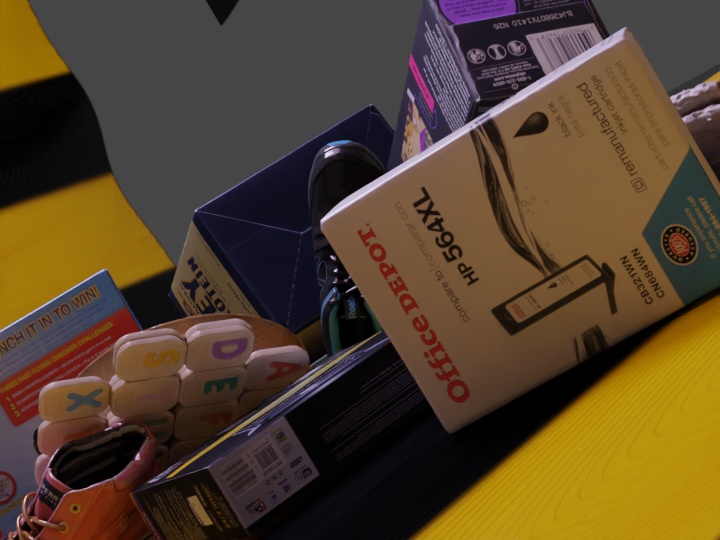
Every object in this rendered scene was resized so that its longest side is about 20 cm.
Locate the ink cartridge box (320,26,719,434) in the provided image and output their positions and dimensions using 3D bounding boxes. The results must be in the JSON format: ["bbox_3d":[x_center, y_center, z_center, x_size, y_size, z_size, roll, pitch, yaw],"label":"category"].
[{"bbox_3d":[0.100,-0.021,0.921,0.199,0.147,0.084,-31,5,15],"label":"ink cartridge box"}]

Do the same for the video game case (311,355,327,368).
[{"bbox_3d":[-0.003,0.077,1.521,0.199,0.024,0.182,-32,3,-22],"label":"video game case"}]

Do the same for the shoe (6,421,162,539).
[{"bbox_3d":[-0.217,0.182,1.117,0.199,0.092,0.071,-30,42,-31],"label":"shoe"}]

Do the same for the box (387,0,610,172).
[{"bbox_3d":[0.102,-0.107,1.196,0.121,0.107,0.201,-12,-32,-16],"label":"box"}]

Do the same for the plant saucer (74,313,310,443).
[{"bbox_3d":[-0.127,0.111,1.229,0.199,0.036,0.201,-14,-39,-11],"label":"plant saucer"}]

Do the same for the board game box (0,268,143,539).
[{"bbox_3d":[-0.244,0.134,1.338,0.199,0.197,0.056,-31,3,-12],"label":"board game box"}]

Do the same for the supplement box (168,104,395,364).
[{"bbox_3d":[-0.047,-0.010,1.467,0.199,0.135,0.200,-33,-11,-23],"label":"supplement box"}]

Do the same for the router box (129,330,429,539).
[{"bbox_3d":[-0.041,0.109,1.088,0.199,0.052,0.157,-33,3,-28],"label":"router box"}]

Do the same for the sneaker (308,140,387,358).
[{"bbox_3d":[0.000,0.000,1.272,0.073,0.202,0.082,-7,11,5],"label":"sneaker"}]

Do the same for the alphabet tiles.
[{"bbox_3d":[-0.136,0.109,1.179,0.194,0.015,0.201,-7,-40,-21],"label":"alphabet tiles"}]

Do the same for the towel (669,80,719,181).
[{"bbox_3d":[0.197,-0.073,1.129,0.199,0.035,0.132,-20,-25,35],"label":"towel"}]
